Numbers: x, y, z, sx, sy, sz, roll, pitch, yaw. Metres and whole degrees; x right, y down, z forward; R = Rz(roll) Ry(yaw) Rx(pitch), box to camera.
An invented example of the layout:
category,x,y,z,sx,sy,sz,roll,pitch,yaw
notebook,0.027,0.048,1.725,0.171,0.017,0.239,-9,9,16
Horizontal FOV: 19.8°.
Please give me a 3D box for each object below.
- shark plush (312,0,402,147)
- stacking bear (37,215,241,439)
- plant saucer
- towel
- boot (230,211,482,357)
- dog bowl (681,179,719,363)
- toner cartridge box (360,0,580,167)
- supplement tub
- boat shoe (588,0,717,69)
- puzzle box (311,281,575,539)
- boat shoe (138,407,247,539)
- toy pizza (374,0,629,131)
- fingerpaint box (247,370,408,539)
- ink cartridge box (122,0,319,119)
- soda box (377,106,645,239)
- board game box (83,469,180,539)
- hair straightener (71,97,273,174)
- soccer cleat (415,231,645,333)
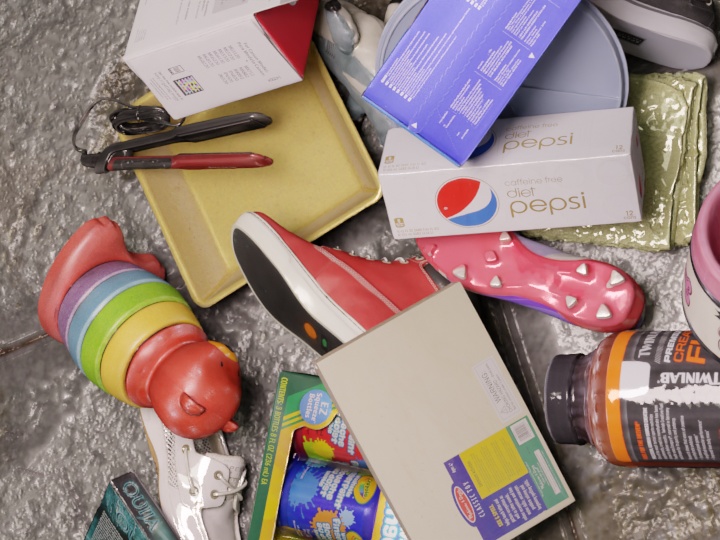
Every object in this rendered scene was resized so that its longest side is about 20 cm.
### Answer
category,x,y,z,sx,sy,sz,roll,pitch,yaw
shark plush,0.017,-0.147,1.755,0.083,0.091,0.200,-34,85,42
stacking bear,-0.173,0.065,1.731,0.114,0.121,0.200,-48,53,-3
plant saucer,-0.090,-0.097,1.785,0.200,0.048,0.200,-32,72,18
towel,0.182,-0.091,1.669,0.199,0.036,0.149,5,86,24
boot,0.000,0.000,1.703,0.144,0.073,0.200,-36,66,-26
dog bowl,0.332,-0.011,1.515,0.199,0.074,0.201,-8,46,9
toner cartridge box,0.095,-0.185,1.537,0.095,0.043,0.200,36,104,0
supplement tub,0.244,0.098,1.577,0.199,0.107,0.107,-2,82,23
boat shoe,0.195,-0.221,1.617,0.199,0.070,0.066,17,69,-17
puzzle box,0.065,0.127,1.616,0.133,0.025,0.200,-29,95,-11
boat shoe,-0.130,0.176,1.754,0.069,0.071,0.201,-26,72,20
toy pizza,0.111,-0.153,1.618,0.199,0.032,0.201,6,127,8
fingerpaint box,0.001,0.195,1.690,0.166,0.073,0.201,10,87,24
ink cartridge box,-0.088,-0.244,1.728,0.175,0.084,0.200,-14,46,28
soda box,0.119,-0.076,1.612,0.199,0.068,0.064,-4,39,14
board game box,-0.164,0.282,1.737,0.200,0.028,0.135,54,143,20
hair straightener,-0.165,-0.123,1.781,0.199,0.041,0.077,-3,82,28
soccer cleat,0.135,0.002,1.654,0.200,0.076,0.067,20,82,25
